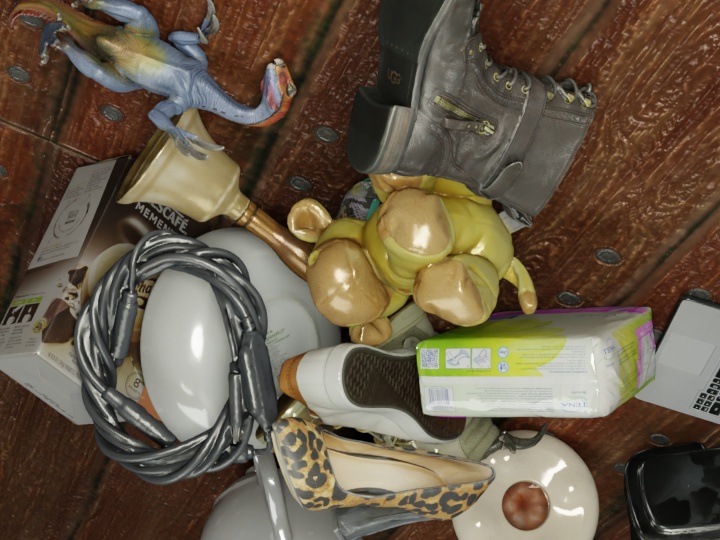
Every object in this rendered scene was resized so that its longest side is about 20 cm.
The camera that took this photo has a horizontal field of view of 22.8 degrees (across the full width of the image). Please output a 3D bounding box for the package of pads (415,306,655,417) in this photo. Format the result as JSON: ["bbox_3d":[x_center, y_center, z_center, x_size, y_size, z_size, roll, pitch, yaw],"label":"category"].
[{"bbox_3d":[0.150,0.074,1.438,0.154,0.069,0.200,-2,-174,23],"label":"package of pads"}]

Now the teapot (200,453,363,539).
[{"bbox_3d":[-0.096,0.280,1.964,0.200,0.147,0.197,-35,149,31],"label":"teapot"}]

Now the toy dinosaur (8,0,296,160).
[{"bbox_3d":[-0.144,-0.166,1.356,0.181,0.105,0.200,25,-170,-36],"label":"toy dinosaur"}]

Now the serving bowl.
[{"bbox_3d":[-0.088,0.064,1.527,0.066,0.201,0.200,3,149,50],"label":"serving bowl"}]

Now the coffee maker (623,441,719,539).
[{"bbox_3d":[0.296,0.275,1.682,0.135,0.191,0.201,52,161,43],"label":"coffee maker"}]

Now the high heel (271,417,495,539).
[{"bbox_3d":[0.018,0.146,1.407,0.142,0.072,0.200,-20,144,11],"label":"high heel"}]

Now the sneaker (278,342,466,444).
[{"bbox_3d":[0.010,0.094,1.432,0.084,0.073,0.200,-4,162,35],"label":"sneaker"}]

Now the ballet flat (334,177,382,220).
[{"bbox_3d":[0.000,0.000,1.513,0.072,0.072,0.201,16,150,6],"label":"ballet flat"}]

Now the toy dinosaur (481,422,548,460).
[{"bbox_3d":[0.076,0.160,1.630,0.102,0.199,0.077,3,119,63],"label":"toy dinosaur"}]

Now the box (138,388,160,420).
[{"bbox_3d":[-0.158,0.069,1.679,0.199,0.107,0.153,14,150,8],"label":"box"}]

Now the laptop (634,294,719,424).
[{"bbox_3d":[0.333,0.137,1.501,0.199,0.116,0.188,17,150,4],"label":"laptop"}]

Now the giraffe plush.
[{"bbox_3d":[0.024,-0.016,1.362,0.162,0.174,0.200,-21,165,25],"label":"giraffe plush"}]

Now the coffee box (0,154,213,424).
[{"bbox_3d":[-0.221,0.017,1.534,0.080,0.201,0.113,-8,142,43],"label":"coffee box"}]

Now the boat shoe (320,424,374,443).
[{"bbox_3d":[0.006,0.158,1.692,0.075,0.075,0.202,23,-169,37],"label":"boat shoe"}]

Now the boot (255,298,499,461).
[{"bbox_3d":[0.019,0.134,1.505,0.155,0.200,0.072,57,144,-5],"label":"boot"}]

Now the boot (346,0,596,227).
[{"bbox_3d":[0.091,-0.133,1.226,0.173,0.069,0.201,8,115,-32],"label":"boot"}]

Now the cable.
[{"bbox_3d":[-0.152,0.067,1.441,0.162,0.201,0.051,-11,-176,16],"label":"cable"}]

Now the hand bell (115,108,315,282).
[{"bbox_3d":[-0.085,-0.042,1.434,0.200,0.104,0.104,35,147,-13],"label":"hand bell"}]

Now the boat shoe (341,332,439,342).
[{"bbox_3d":[0.047,0.085,1.629,0.199,0.076,0.060,2,149,6],"label":"boat shoe"}]

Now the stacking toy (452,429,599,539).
[{"bbox_3d":[0.151,0.243,1.800,0.145,0.147,0.200,20,167,-1],"label":"stacking toy"}]
